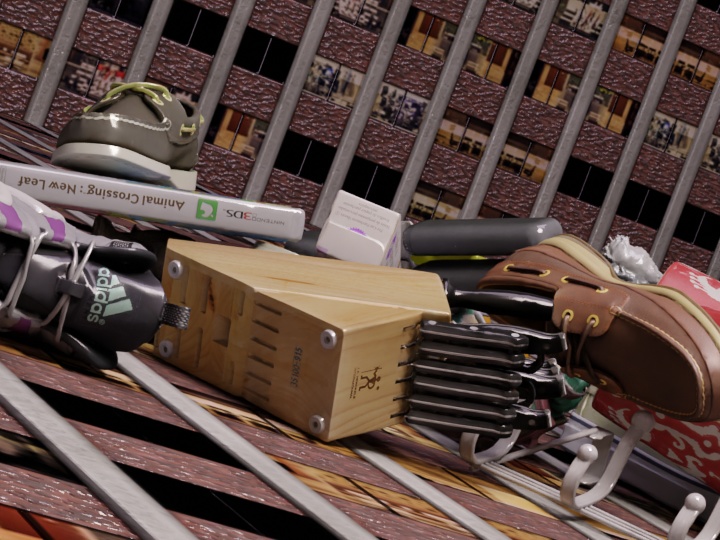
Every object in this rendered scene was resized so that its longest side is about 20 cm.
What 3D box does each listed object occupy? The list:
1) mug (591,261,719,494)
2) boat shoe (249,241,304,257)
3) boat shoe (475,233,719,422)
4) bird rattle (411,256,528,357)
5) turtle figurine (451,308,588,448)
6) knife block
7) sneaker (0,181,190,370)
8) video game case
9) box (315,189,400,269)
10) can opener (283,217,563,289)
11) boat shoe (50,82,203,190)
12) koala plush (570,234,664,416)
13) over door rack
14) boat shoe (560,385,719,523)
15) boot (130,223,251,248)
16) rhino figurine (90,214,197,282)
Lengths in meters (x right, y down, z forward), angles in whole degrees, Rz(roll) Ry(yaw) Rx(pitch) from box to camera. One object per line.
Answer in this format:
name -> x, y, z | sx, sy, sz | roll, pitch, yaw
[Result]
mug -> 0.261, 0.073, 1.385 | 0.200, 0.178, 0.133 | 30, 41, 12
boat shoe -> -0.040, 0.038, 1.347 | 0.074, 0.062, 0.200 | 19, -10, 12
boat shoe -> 0.138, 0.040, 1.285 | 0.067, 0.072, 0.200 | -16, 27, -26
bird rattle -> 0.052, 0.042, 1.872 | 0.163, 0.113, 0.200 | 32, -14, -21
turtle figurine -> 0.097, 0.062, 1.422 | 0.149, 0.101, 0.200 | -4, 0, 35
knife block -> 0.010, 0.034, 1.233 | 0.200, 0.064, 0.175 | 23, 21, 37
sneaker -> -0.147, 0.001, 1.067 | 0.139, 0.078, 0.200 | 21, 3, 16
video game case -> -0.140, -0.042, 1.341 | 0.181, 0.022, 0.200 | 9, 0, -13
box -> 0.000, 0.000, 1.352 | 0.041, 0.039, 0.200 | 22, -11, 5
can opener -> 0.042, -0.004, 1.459 | 0.199, 0.053, 0.066 | -1, 15, 37
boat shoe -> -0.138, -0.084, 1.366 | 0.072, 0.061, 0.202 | 9, 0, 7
koala plush -> 0.231, 0.074, 1.643 | 0.200, 0.178, 0.183 | 18, -7, -41
over door rack -> 0.162, 0.113, 1.295 | 0.147, 0.067, 0.200 | 24, 4, 28
boat shoe -> 0.221, 0.126, 1.491 | 0.200, 0.062, 0.072 | 24, 5, 32
boot -> -0.083, -0.003, 1.595 | 0.166, 0.073, 0.200 | 23, 6, -9
rhino figurine -> -0.125, 0.003, 1.364 | 0.087, 0.060, 0.200 | 17, 2, -8
